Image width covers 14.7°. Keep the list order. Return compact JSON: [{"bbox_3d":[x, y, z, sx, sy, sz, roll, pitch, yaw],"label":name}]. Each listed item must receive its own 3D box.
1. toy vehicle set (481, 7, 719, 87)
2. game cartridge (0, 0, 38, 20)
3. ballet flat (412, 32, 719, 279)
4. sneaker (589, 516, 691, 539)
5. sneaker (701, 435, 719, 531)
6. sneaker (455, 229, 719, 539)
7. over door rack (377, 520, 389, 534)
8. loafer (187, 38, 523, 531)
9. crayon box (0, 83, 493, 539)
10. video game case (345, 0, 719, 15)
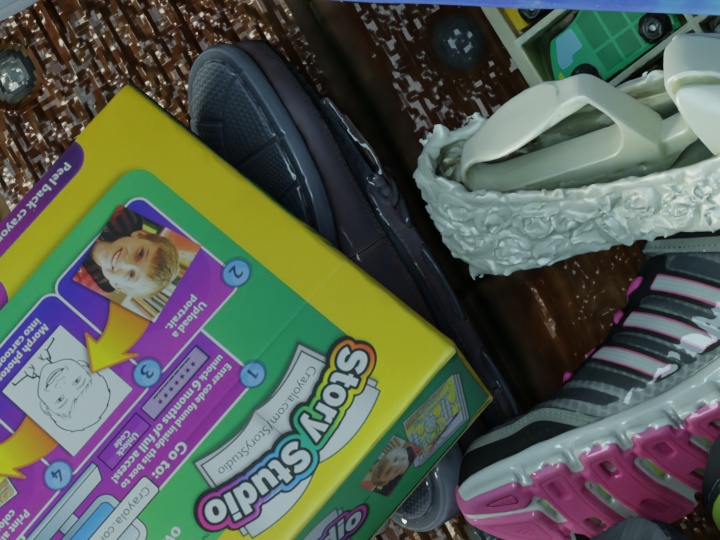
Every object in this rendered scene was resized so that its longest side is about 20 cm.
[{"bbox_3d":[0.142,-0.118,1.007,0.200,0.026,0.125,-37,81,27],"label":"toy vehicle set"},{"bbox_3d":[-0.113,-0.196,1.067,0.200,0.041,0.133,-45,72,5],"label":"game cartridge"},{"bbox_3d":[0.104,-0.047,0.975,0.199,0.072,0.072,-19,90,29],"label":"ballet flat"},{"bbox_3d":[0.111,0.134,0.983,0.082,0.200,0.071,24,81,-3],"label":"sneaker"},{"bbox_3d":[0.209,0.060,0.955,0.200,0.072,0.083,-37,51,23],"label":"sneaker"},{"bbox_3d":[0.117,0.026,1.015,0.199,0.074,0.088,-32,53,16],"label":"sneaker"},{"bbox_3d":[-0.097,0.130,1.079,0.199,0.067,0.149,17,114,12],"label":"over door rack"},{"bbox_3d":[0.000,0.000,1.070,0.072,0.063,0.201,-32,83,55],"label":"loafer"},{"bbox_3d":[-0.083,0.062,0.997,0.172,0.058,0.200,39,84,25],"label":"crayon box"},{"bbox_3d":[0.073,-0.180,0.948,0.198,0.045,0.183,2,101,1],"label":"video game case"}]
